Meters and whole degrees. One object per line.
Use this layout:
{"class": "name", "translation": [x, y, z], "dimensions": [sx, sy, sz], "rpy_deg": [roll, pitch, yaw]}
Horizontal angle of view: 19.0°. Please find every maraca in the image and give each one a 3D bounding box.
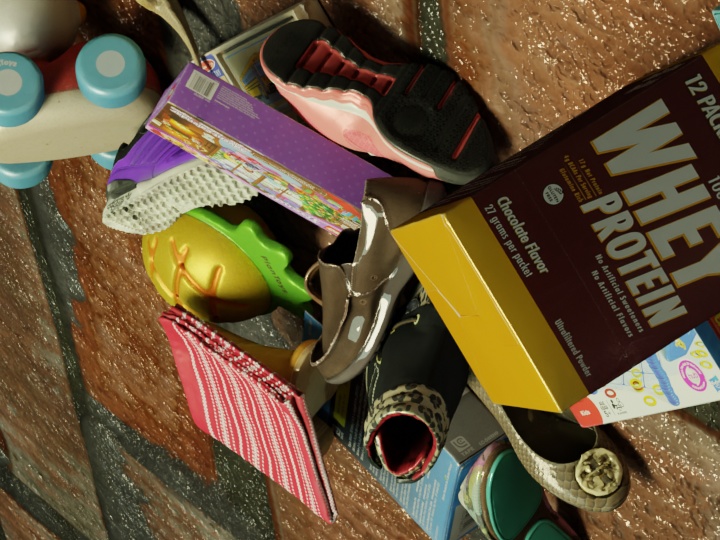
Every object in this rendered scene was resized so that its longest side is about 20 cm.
{"class": "maraca", "translation": [-0.118, -0.009, 1.903], "dimensions": [0.200, 0.107, 0.137], "rpy_deg": [10, 144, 47]}

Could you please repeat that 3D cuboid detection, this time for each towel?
{"class": "towel", "translation": [-0.097, 0.122, 1.832], "dimensions": [0.200, 0.022, 0.145], "rpy_deg": [31, 146, 45]}

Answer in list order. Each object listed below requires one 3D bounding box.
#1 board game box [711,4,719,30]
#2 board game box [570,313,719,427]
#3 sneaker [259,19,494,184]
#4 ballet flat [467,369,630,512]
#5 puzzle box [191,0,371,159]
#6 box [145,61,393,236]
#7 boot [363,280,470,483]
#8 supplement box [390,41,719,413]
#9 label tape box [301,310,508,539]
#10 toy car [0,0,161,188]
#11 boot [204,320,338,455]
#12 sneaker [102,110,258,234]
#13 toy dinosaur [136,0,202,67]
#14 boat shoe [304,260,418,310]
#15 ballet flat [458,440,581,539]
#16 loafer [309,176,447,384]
{"class": "board game box", "translation": [0.307, -0.097, 1.203], "dimensions": [0.200, 0.047, 0.151], "rpy_deg": [4, 125, 56]}
{"class": "board game box", "translation": [0.175, 0.006, 1.515], "dimensions": [0.196, 0.056, 0.200], "rpy_deg": [57, 152, -6]}
{"class": "sneaker", "translation": [0.019, -0.118, 1.610], "dimensions": [0.200, 0.074, 0.087], "rpy_deg": [31, 161, 21]}
{"class": "ballet flat", "translation": [0.137, 0.107, 1.683], "dimensions": [0.200, 0.067, 0.046], "rpy_deg": [50, 160, 21]}
{"class": "puzzle box", "translation": [-0.057, -0.140, 1.747], "dimensions": [0.133, 0.025, 0.200], "rpy_deg": [59, 152, -8]}
{"class": "box", "translation": [-0.066, -0.088, 1.681], "dimensions": [0.200, 0.039, 0.137], "rpy_deg": [29, 170, -9]}
{"class": "boot", "translation": [0.033, 0.100, 1.627], "dimensions": [0.073, 0.154, 0.204], "rpy_deg": [24, 141, -3]}
{"class": "supplement box", "translation": [0.149, -0.024, 1.307], "dimensions": [0.133, 0.200, 0.197], "rpy_deg": [59, 172, -3]}
{"class": "label tape box", "translation": [0.034, 0.124, 1.859], "dimensions": [0.200, 0.063, 0.144], "rpy_deg": [45, 151, 24]}
{"class": "toy car", "translation": [-0.278, -0.204, 1.928], "dimensions": [0.184, 0.176, 0.200], "rpy_deg": [103, 155, -72]}
{"class": "boot", "translation": [-0.091, 0.086, 1.866], "dimensions": [0.144, 0.071, 0.201], "rpy_deg": [36, 157, 18]}
{"class": "sneaker", "translation": [-0.148, -0.103, 1.829], "dimensions": [0.200, 0.100, 0.069], "rpy_deg": [-17, 150, 41]}
{"class": "toy dinosaur", "translation": [-0.173, -0.238, 1.807], "dimensions": [0.200, 0.058, 0.101], "rpy_deg": [49, 168, 27]}
{"class": "boat shoe", "translation": [0.026, 0.012, 1.711], "dimensions": [0.200, 0.072, 0.076], "rpy_deg": [-9, 85, 56]}
{"class": "ballet flat", "translation": [0.123, 0.198, 1.765], "dimensions": [0.071, 0.069, 0.200], "rpy_deg": [27, 162, 44]}
{"class": "loafer", "translation": [0.000, 0.000, 1.621], "dimensions": [0.071, 0.073, 0.200], "rpy_deg": [22, 124, -6]}
